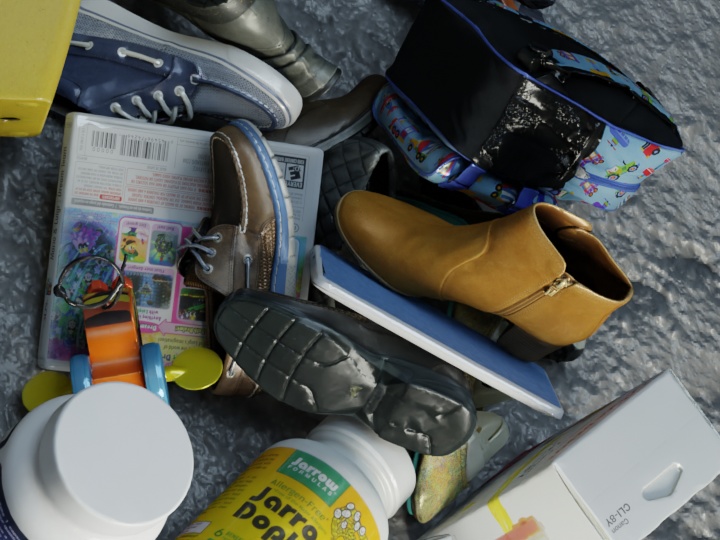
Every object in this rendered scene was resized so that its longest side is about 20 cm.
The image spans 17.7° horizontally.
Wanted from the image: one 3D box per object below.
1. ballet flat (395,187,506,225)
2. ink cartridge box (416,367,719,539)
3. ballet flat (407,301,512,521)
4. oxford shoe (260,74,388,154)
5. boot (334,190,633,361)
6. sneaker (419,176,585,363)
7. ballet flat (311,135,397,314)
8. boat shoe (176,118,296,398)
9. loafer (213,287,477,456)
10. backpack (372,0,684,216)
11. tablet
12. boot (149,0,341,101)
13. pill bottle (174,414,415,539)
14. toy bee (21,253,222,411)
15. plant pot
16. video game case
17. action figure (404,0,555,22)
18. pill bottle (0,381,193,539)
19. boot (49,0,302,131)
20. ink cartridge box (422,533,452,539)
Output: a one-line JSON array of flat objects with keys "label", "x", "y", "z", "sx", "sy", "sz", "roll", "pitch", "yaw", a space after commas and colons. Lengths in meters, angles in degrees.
[{"label": "ballet flat", "x": 0.096, "y": -0.012, "z": 1.762, "sx": 0.200, "sy": 0.071, "sz": 0.071, "roll": 21, "pitch": 48, "yaw": 27}, {"label": "ink cartridge box", "x": 0.153, "y": 0.167, "z": 1.682, "sx": 0.145, "sy": 0.200, "sz": 0.083, "roll": -34, "pitch": 88, "yaw": -37}, {"label": "ballet flat", "x": 0.084, "y": 0.101, "z": 1.732, "sx": 0.071, "sy": 0.071, "sz": 0.200, "roll": 29, "pitch": 50, "yaw": -17}, {"label": "oxford shoe", "x": -0.049, "y": -0.113, "z": 1.771, "sx": 0.200, "sy": 0.073, "sz": 0.084, "roll": -33, "pitch": 85, "yaw": -37}, {"label": "boot", "x": 0.089, "y": -0.020, "z": 1.638, "sx": 0.201, "sy": 0.144, "sz": 0.071, "roll": 35, "pitch": 57, "yaw": -5}, {"label": "sneaker", "x": 0.136, "y": -0.026, "z": 1.839, "sx": 0.093, "sy": 0.070, "sz": 0.200, "roll": -31, "pitch": 83, "yaw": -30}, {"label": "ballet flat", "x": 0.000, "y": 0.000, "z": 1.726, "sx": 0.066, "sy": 0.057, "sz": 0.200, "roll": -10, "pitch": 100, "yaw": -34}, {"label": "boat shoe", "x": -0.088, "y": -0.005, "z": 1.633, "sx": 0.072, "sy": 0.072, "sz": 0.200, "roll": -12, "pitch": 98, "yaw": -25}, {"label": "loafer", "x": -0.011, "y": 0.062, "z": 1.620, "sx": 0.200, "sy": 0.073, "sz": 0.072, "roll": 28, "pitch": 30, "yaw": -15}, {"label": "backpack", "x": 0.134, "y": -0.113, "z": 1.740, "sx": 0.200, "sy": 0.135, "sz": 0.183, "roll": 21, "pitch": 18, "yaw": -33}, {"label": "tablet", "x": 0.052, "y": 0.043, "z": 1.653, "sx": 0.200, "sy": 0.130, "sz": 0.014, "roll": 30, "pitch": 99, "yaw": -7}, {"label": "boot", "x": -0.102, "y": -0.190, "z": 1.747, "sx": 0.068, "sy": 0.200, "sz": 0.131, "roll": -48, "pitch": 127, "yaw": -5}, {"label": "pill bottle", "x": -0.051, "y": 0.188, "z": 1.607, "sx": 0.113, "sy": 0.113, "sz": 0.200, "roll": 49, "pitch": 53, "yaw": -2}, {"label": "toy bee", "x": -0.160, "y": 0.056, "z": 1.589, "sx": 0.131, "sy": 0.200, "sz": 0.109, "roll": 10, "pitch": 29, "yaw": -12}, {"label": "plant pot", "x": -0.281, "y": -0.190, "z": 1.583, "sx": 0.200, "sy": 0.200, "sz": 0.176, "roll": 0, "pitch": 83, "yaw": -12}, {"label": "video game case", "x": -0.128, "y": -0.011, "z": 1.667, "sx": 0.200, "sy": 0.024, "sz": 0.182, "roll": 7, "pitch": 89, "yaw": -28}, {"label": "action figure", "x": 0.120, "y": -0.227, "z": 1.890, "sx": 0.200, "sy": 0.105, "sz": 0.194, "roll": 19, "pitch": 32, "yaw": -28}, {"label": "pill bottle", "x": -0.191, "y": 0.147, "z": 1.489, "sx": 0.116, "sy": 0.200, "sz": 0.116, "roll": 12, "pitch": 63, "yaw": -25}, {"label": "boot", "x": -0.149, "y": -0.127, "z": 1.697, "sx": 0.200, "sy": 0.073, "sz": 0.090, "roll": 21, "pitch": 61, "yaw": 12}, {"label": "ink cartridge box", "x": 0.062, "y": 0.295, "z": 1.635, "sx": 0.037, "sy": 0.095, "sz": 0.200, "roll": -9, "pitch": 73, "yaw": -34}]
